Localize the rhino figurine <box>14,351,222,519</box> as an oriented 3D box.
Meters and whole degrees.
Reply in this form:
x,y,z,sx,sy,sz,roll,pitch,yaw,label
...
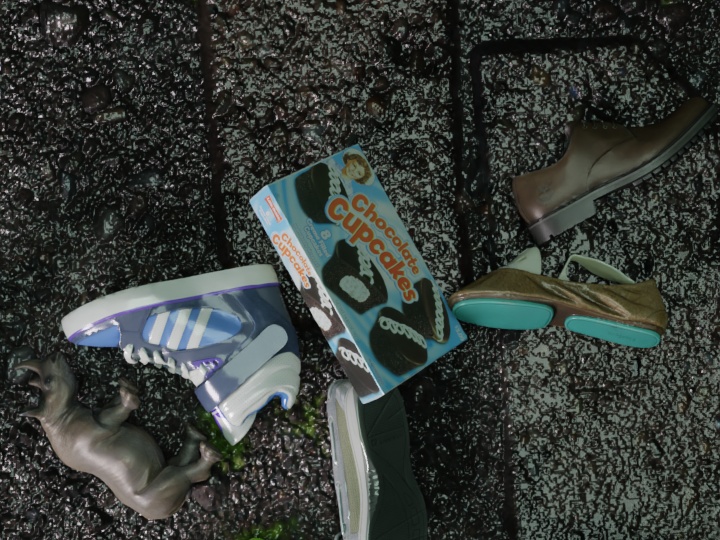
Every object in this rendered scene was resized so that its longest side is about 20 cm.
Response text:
x,y,z,sx,sy,sz,roll,pitch,yaw,label
-0.222,0.140,1.137,0.199,0.060,0.088,34,89,3,rhino figurine

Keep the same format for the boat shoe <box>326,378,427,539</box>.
x,y,z,sx,sy,sz,roll,pitch,yaw,label
0.008,0.195,1.140,0.074,0.064,0.205,-9,91,-39,boat shoe

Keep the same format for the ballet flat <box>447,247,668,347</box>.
x,y,z,sx,sy,sz,roll,pitch,yaw,label
0.176,0.019,1.152,0.197,0.068,0.073,7,66,-1,ballet flat

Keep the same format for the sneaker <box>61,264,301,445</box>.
x,y,z,sx,sy,sz,roll,pitch,yaw,label
-0.150,0.085,1.129,0.197,0.081,0.149,-13,83,-7,sneaker

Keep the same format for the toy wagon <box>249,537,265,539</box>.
x,y,z,sx,sy,sz,roll,pitch,yaw,label
-0.107,0.298,1.098,0.198,0.040,0.156,13,42,23,toy wagon

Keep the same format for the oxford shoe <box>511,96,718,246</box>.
x,y,z,sx,sy,sz,roll,pitch,yaw,label
0.224,-0.108,1.150,0.198,0.073,0.085,-30,85,-3,oxford shoe

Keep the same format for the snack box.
x,y,z,sx,sy,sz,roll,pitch,yaw,label
0.000,0.000,1.128,0.116,0.037,0.202,-28,88,-40,snack box
